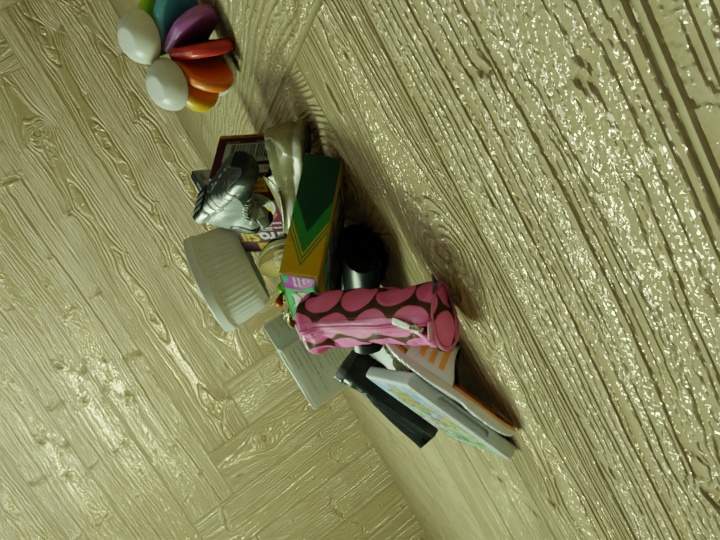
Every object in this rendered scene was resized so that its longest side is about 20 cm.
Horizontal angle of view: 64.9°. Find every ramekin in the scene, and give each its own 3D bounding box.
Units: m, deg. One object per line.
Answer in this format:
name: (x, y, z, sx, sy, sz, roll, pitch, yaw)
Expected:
ramekin: (-0.259, 0.008, 1.126, 0.200, 0.103, 0.203, 90, 154, -78)

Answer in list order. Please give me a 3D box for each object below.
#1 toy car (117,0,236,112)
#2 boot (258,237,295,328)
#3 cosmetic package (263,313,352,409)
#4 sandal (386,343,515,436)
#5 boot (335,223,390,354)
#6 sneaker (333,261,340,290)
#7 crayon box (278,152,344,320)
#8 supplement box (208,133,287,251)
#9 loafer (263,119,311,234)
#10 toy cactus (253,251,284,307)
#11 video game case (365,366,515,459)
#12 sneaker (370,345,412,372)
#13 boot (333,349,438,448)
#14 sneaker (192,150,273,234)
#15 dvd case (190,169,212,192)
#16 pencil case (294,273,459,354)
toy car: (-0.287, -0.379, 0.948, 0.148, 0.175, 0.203, -19, 105, 42)
boot: (-0.118, 0.025, 0.987, 0.197, 0.159, 0.072, -15, 149, 37)
cosmetic package: (-0.081, 0.158, 1.261, 0.169, 0.198, 0.167, 62, 167, -22)
sandal: (0.123, 0.132, 0.740, 0.205, 0.060, 0.079, 34, 179, 12)
boot: (0.000, 0.000, 0.860, 0.202, 0.074, 0.171, -102, 8, -54)
sneaker: (-0.067, 0.002, 1.124, 0.202, 0.075, 0.079, 57, 170, 8)
crayon box: (-0.065, -0.036, 0.817, 0.201, 0.057, 0.176, 92, -171, -68)
supplement box: (-0.167, -0.132, 0.998, 0.202, 0.127, 0.105, 75, -164, -55)
loafer: (-0.109, -0.137, 0.854, 0.077, 0.066, 0.203, -72, -9, -49)
toy cactus: (-0.135, 0.002, 1.209, 0.202, 0.161, 0.104, 62, -149, -41)
video game case: (0.108, 0.205, 0.838, 0.181, 0.022, 0.200, 37, 165, -9)
sneaker: (0.061, 0.129, 0.943, 0.200, 0.073, 0.116, 45, 164, 13)
boot: (0.071, 0.195, 1.020, 0.198, 0.165, 0.066, 34, 138, 7)
sneaker: (-0.174, -0.111, 0.879, 0.114, 0.077, 0.198, 22, 155, -30)
dvd case: (-0.230, -0.154, 1.169, 0.151, 0.197, 0.025, 53, 131, 25)
pencil case: (0.014, 0.058, 0.672, 0.196, 0.094, 0.093, -8, 109, 30)
